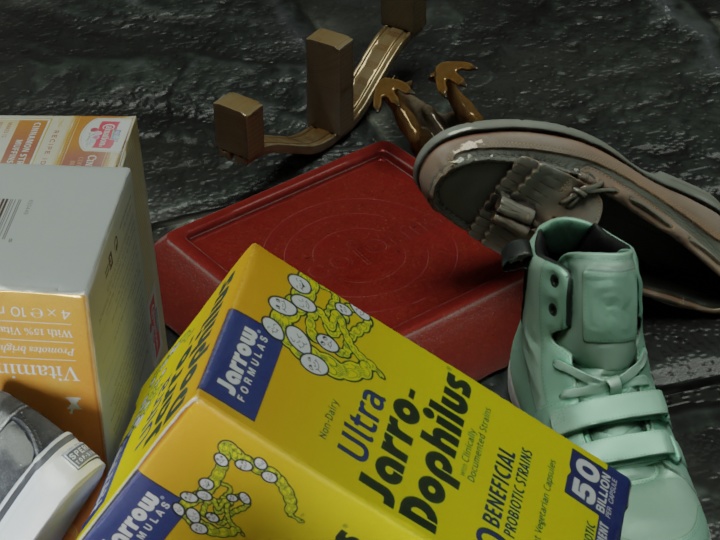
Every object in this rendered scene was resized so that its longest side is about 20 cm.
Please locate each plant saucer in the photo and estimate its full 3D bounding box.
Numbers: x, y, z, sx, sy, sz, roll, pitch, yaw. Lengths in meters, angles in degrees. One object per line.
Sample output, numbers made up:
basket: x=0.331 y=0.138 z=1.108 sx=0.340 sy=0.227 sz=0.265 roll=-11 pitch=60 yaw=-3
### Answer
plant saucer: x=0.000 y=0.000 z=1.243 sx=0.199 sy=0.037 sz=0.200 roll=-25 pitch=40 yaw=-29

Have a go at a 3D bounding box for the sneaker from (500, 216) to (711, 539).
sneaker: x=0.115 y=0.058 z=1.084 sx=0.073 sy=0.119 sz=0.201 roll=-9 pitch=37 yaw=-12

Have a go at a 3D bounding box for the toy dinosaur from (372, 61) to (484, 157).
toy dinosaur: x=0.044 y=-0.081 z=1.329 sx=0.060 sy=0.106 sz=0.200 roll=-35 pitch=47 yaw=-7

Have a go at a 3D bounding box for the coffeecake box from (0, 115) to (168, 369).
coffeecake box: x=-0.201 y=0.007 z=1.096 sx=0.199 sy=0.154 sz=0.073 roll=1 pitch=35 yaw=7

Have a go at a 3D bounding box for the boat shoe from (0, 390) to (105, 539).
boat shoe: x=-0.189 y=0.141 z=0.942 sx=0.068 sy=0.200 sz=0.072 roll=35 pitch=3 yaw=8

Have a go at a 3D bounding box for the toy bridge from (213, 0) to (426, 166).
toy bridge: x=-0.019 y=-0.112 z=1.373 sx=0.027 sy=0.067 sz=0.200 roll=20 pitch=39 yaw=28

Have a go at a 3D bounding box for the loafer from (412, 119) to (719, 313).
loafer: x=0.122 y=-0.026 z=1.195 sx=0.199 sy=0.072 sz=0.063 roll=14 pitch=38 yaw=-30

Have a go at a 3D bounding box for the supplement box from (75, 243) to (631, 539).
supplement box: x=0.000 y=0.102 z=0.958 sx=0.200 sy=0.110 sz=0.109 roll=32 pitch=36 yaw=-10

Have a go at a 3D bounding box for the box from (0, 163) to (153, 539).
box: x=-0.162 y=0.060 z=1.022 sx=0.124 sy=0.201 sz=0.098 roll=2 pitch=36 yaw=7
